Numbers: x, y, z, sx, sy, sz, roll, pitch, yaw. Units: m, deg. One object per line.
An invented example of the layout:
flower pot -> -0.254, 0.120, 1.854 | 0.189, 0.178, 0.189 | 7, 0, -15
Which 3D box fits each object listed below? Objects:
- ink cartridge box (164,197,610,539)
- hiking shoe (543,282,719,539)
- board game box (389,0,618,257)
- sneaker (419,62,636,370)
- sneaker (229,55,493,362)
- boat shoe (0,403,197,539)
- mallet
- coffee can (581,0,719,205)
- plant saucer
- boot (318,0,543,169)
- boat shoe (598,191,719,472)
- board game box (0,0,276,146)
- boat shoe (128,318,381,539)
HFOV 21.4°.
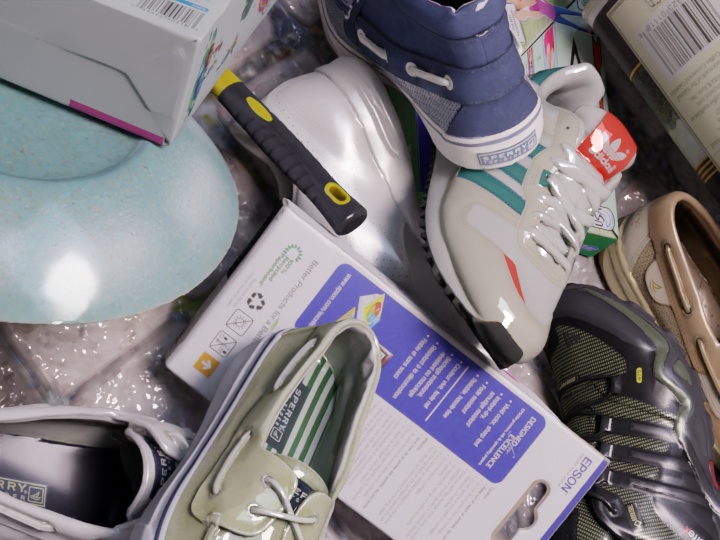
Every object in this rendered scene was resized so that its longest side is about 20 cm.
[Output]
ink cartridge box -> 0.013, 0.064, 0.901 | 0.199, 0.037, 0.095 | 38, 96, -8
hiking shoe -> 0.131, 0.101, 0.973 | 0.100, 0.076, 0.201 | -19, 74, -32
board game box -> 0.077, -0.116, 1.066 | 0.133, 0.029, 0.202 | 12, 63, -29
sneaker -> 0.086, -0.039, 0.916 | 0.071, 0.093, 0.201 | 52, 23, -26
sneaker -> 0.000, 0.000, 0.948 | 0.088, 0.075, 0.202 | -25, 86, -18
boat shoe -> -0.100, 0.098, 0.830 | 0.198, 0.065, 0.074 | 5, 66, -31
mallet -> -0.075, -0.088, 0.911 | 0.065, 0.041, 0.201 | -20, 61, -34
coffee can -> 0.237, -0.104, 1.043 | 0.146, 0.146, 0.201 | -29, 80, -38
plant saucer -> -0.147, -0.057, 0.828 | 0.199, 0.039, 0.202 | 11, 37, -8
boot -> 0.028, -0.136, 0.942 | 0.072, 0.200, 0.091 | -26, 129, -13
boat shoe -> 0.210, 0.049, 1.054 | 0.071, 0.064, 0.201 | -39, 94, -38
board game box -> -0.109, -0.157, 0.879 | 0.146, 0.065, 0.201 | 23, 41, 5
boat shoe -> -0.044, 0.095, 0.792 | 0.072, 0.062, 0.201 | 38, 46, -23
